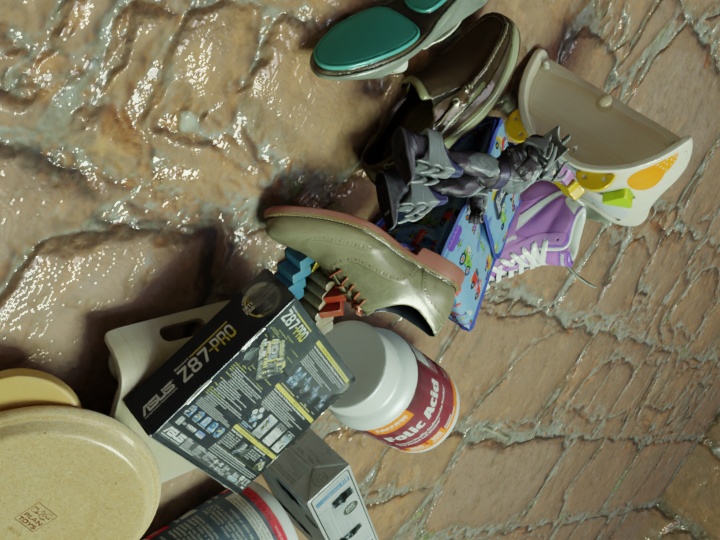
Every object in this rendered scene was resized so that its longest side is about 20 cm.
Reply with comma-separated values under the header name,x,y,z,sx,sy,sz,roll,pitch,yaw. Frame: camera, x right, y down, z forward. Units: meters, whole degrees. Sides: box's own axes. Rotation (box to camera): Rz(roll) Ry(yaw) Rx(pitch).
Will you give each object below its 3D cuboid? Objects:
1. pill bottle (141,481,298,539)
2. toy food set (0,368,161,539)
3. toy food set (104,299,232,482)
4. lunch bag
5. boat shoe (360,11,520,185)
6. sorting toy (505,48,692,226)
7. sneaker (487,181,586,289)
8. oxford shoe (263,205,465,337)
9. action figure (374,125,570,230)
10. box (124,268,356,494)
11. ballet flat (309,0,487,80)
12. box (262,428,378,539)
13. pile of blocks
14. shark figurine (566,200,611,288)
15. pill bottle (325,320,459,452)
name,x,y,z,sx,sy,sz,roll,pitch,yaw
pill bottle,-0.171,0.313,0.959,0.200,0.119,0.120,-26,137,-36
toy food set,-0.261,0.180,0.744,0.198,0.049,0.200,-46,126,11
toy food set,-0.185,0.123,0.838,0.143,0.060,0.201,-15,137,-47
lunch bag,0.114,-0.063,1.024,0.200,0.094,0.151,-57,147,-18
boat shoe,0.074,-0.162,0.880,0.075,0.075,0.203,29,97,-50
sorting toy,0.255,-0.118,1.036,0.107,0.200,0.180,-47,150,-4
sneaker,0.186,-0.018,1.109,0.201,0.114,0.073,-49,148,-5
oxford shoe,0.000,0.000,0.848,0.070,0.199,0.075,151,-41,-70
action figure,0.113,-0.088,0.872,0.199,0.070,0.130,-6,152,-27
box,-0.096,0.106,0.828,0.161,0.049,0.200,-42,151,-7
ballet flat,0.041,-0.206,0.807,0.200,0.067,0.064,-40,152,-19
box,-0.052,0.251,1.053,0.060,0.117,0.200,-41,145,-19
pile of blocks,-0.053,0.036,0.908,0.082,0.062,0.201,2,117,-52
shark figurine,0.292,-0.066,1.224,0.128,0.089,0.215,-18,131,-40
pill bottle,0.027,0.130,1.043,0.114,0.114,0.200,-53,147,-1
